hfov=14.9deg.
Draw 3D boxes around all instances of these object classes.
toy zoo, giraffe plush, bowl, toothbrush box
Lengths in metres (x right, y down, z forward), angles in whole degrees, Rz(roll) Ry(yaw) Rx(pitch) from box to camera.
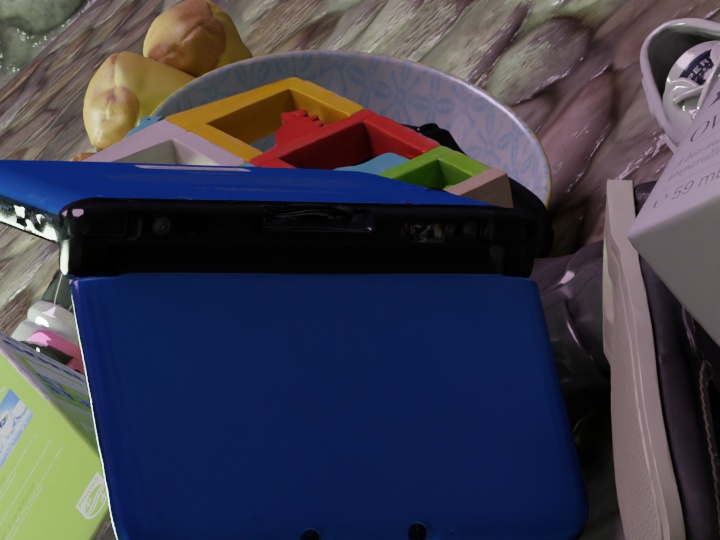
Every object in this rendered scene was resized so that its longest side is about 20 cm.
[{"bbox_3d":[-0.044,-0.038,1.197,0.131,0.021,0.200,-24,30,-25],"label":"toy zoo"},{"bbox_3d":[-0.038,-0.042,1.465,0.162,0.199,0.174,10,78,51],"label":"giraffe plush"},{"bbox_3d":[-0.012,-0.008,1.325,0.200,0.199,0.108,-62,-18,-50],"label":"bowl"},{"bbox_3d":[-0.085,0.111,1.058,0.086,0.145,0.200,-60,28,1],"label":"toothbrush box"}]

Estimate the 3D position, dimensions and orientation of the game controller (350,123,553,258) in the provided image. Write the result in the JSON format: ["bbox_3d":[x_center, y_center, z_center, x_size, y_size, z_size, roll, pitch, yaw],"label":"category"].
[{"bbox_3d":[0.000,0.000,1.203,0.200,0.104,0.042,-38,-21,-42],"label":"game controller"}]

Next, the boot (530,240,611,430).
[{"bbox_3d":[0.078,0.045,1.082,0.131,0.070,0.201,-23,32,28],"label":"boot"}]

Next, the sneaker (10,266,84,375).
[{"bbox_3d":[-0.093,0.026,1.384,0.087,0.080,0.200,-65,-22,0],"label":"sneaker"}]

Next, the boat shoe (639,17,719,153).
[{"bbox_3d":[0.156,-0.064,1.168,0.074,0.065,0.200,-43,15,1],"label":"boat shoe"}]

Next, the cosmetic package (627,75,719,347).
[{"bbox_3d":[0.223,-0.064,0.891,0.199,0.123,0.200,-27,21,46],"label":"cosmetic package"}]

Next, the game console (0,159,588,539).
[{"bbox_3d":[-0.036,0.029,1.011,0.170,0.199,0.119,17,103,55],"label":"game console"}]

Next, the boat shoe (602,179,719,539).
[{"bbox_3d":[0.121,0.036,0.980,0.201,0.067,0.072,-85,-1,-51],"label":"boat shoe"}]
